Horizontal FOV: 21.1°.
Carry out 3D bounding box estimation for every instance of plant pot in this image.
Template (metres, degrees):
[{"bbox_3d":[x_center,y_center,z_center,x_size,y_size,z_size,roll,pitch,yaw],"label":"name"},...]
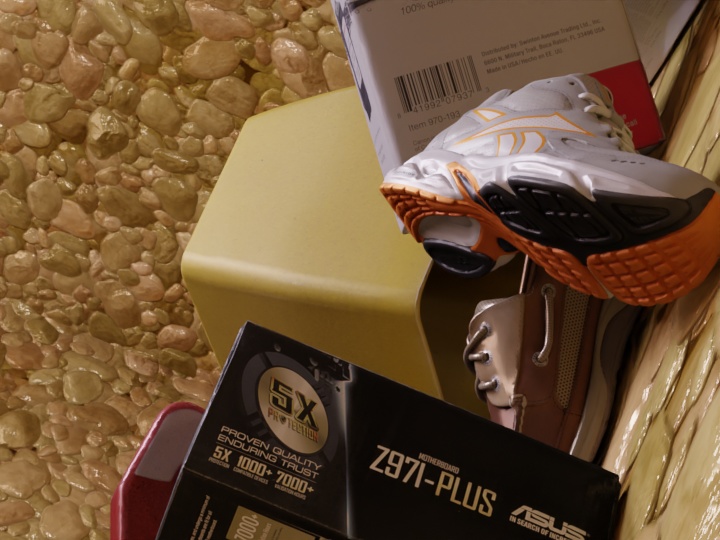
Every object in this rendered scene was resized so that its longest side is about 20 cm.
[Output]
[{"bbox_3d":[0.000,0.000,1.241,0.201,0.175,0.201,72,-149,-48],"label":"plant pot"}]

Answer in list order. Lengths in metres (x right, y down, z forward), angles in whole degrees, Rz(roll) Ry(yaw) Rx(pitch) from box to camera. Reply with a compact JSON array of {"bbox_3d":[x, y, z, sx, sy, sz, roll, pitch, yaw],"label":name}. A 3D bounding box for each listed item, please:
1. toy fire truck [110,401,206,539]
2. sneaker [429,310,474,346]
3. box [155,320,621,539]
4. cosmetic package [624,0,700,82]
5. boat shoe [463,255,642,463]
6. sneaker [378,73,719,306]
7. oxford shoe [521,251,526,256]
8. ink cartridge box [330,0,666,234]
[{"bbox_3d":[-0.032,0.156,0.926,0.169,0.199,0.112,-63,3,-34],"label":"toy fire truck"},{"bbox_3d":[0.046,0.126,1.367,0.104,0.060,0.201,149,139,-84],"label":"sneaker"},{"bbox_3d":[-0.009,0.142,0.785,0.086,0.163,0.201,-69,1,-48],"label":"box"},{"bbox_3d":[0.157,-0.169,1.147,0.200,0.082,0.051,115,177,-64],"label":"cosmetic package"},{"bbox_3d":[0.080,0.040,0.872,0.076,0.071,0.201,114,178,-69],"label":"boat shoe"},{"bbox_3d":[0.089,-0.046,0.807,0.092,0.076,0.200,-50,29,-17],"label":"sneaker"},{"bbox_3d":[0.080,-0.095,1.138,0.071,0.201,0.071,-25,7,14],"label":"oxford shoe"},{"bbox_3d":[0.063,-0.139,1.055,0.083,0.144,0.201,108,146,-83],"label":"ink cartridge box"}]
